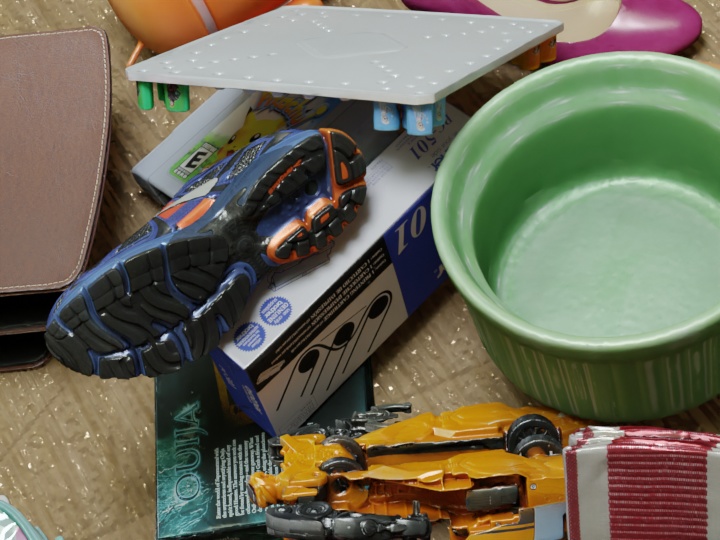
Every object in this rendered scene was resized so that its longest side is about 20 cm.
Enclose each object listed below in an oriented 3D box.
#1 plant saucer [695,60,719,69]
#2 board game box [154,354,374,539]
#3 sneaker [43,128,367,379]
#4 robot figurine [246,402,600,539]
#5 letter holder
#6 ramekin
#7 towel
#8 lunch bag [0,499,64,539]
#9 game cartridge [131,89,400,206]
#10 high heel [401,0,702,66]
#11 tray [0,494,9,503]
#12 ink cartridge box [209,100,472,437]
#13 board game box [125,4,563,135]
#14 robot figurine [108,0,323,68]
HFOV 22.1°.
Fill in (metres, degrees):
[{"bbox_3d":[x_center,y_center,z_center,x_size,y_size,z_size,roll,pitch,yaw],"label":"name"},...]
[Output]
[{"bbox_3d":[0.181,-0.046,1.114,0.199,0.032,0.202,-8,58,12],"label":"plant saucer"},{"bbox_3d":[-0.060,0.068,1.121,0.134,0.028,0.201,-10,57,10],"label":"board game box"},{"bbox_3d":[-0.088,-0.010,1.017,0.199,0.076,0.078,-34,26,-15],"label":"sneaker"},{"bbox_3d":[0.038,0.118,0.999,0.198,0.059,0.145,-6,18,0],"label":"robot figurine"},{"bbox_3d":[-0.216,-0.047,1.201,0.141,0.101,0.201,-6,58,12],"label":"letter holder"},{"bbox_3d":[0.144,-0.014,1.018,0.198,0.098,0.201,-7,53,10],"label":"ramekin"},{"bbox_3d":[0.204,0.142,0.926,0.198,0.145,0.023,2,32,14],"label":"towel"},{"bbox_3d":[-0.207,0.232,1.027,0.160,0.077,0.200,-39,67,-5],"label":"lunch bag"},{"bbox_3d":[-0.056,-0.075,1.157,0.133,0.041,0.200,-40,31,-13],"label":"game cartridge"},{"bbox_3d":[0.115,-0.176,1.174,0.198,0.096,0.068,3,61,19],"label":"high heel"},{"bbox_3d":[-0.295,0.215,1.113,0.199,0.022,0.108,-25,57,2],"label":"tray"},{"bbox_3d":[0.000,0.000,1.073,0.044,0.094,0.200,36,72,28],"label":"ink cartridge box"},{"bbox_3d":[-0.005,-0.123,1.101,0.199,0.026,0.200,7,22,27],"label":"board game box"},{"bbox_3d":[-0.095,-0.224,1.258,0.199,0.144,0.117,-32,39,-3],"label":"robot figurine"}]
